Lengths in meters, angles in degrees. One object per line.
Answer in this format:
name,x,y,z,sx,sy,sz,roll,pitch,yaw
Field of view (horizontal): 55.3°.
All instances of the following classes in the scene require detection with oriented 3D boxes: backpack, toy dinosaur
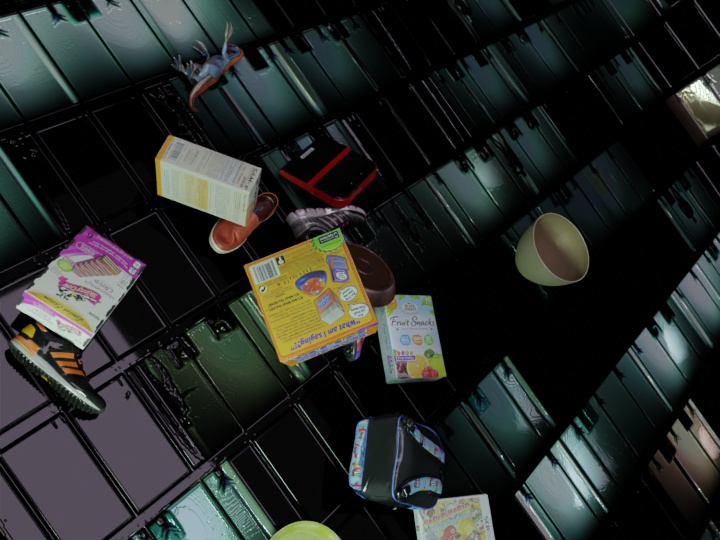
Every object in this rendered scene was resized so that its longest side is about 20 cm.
backpack,0.088,0.404,1.433,0.200,0.134,0.183,35,53,-47
toy dinosaur,-0.348,-0.479,1.616,0.181,0.105,0.200,-17,116,-48

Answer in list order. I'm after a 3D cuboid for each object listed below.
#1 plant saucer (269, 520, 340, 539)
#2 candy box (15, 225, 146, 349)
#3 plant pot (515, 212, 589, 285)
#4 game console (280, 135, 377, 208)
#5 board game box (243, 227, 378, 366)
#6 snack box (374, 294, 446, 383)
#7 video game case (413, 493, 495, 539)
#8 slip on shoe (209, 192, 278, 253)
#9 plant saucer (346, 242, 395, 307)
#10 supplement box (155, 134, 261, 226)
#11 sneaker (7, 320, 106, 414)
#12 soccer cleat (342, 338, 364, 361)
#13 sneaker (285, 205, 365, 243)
plant saucer,-0.110,0.581,1.301,0.200,0.031,0.200,13,63,-27
candy box,-0.502,0.026,1.252,0.136,0.061,0.200,36,40,-14
plant pot,0.504,-0.040,1.888,0.200,0.134,0.200,13,63,-27
game console,-0.070,-0.238,1.646,0.177,0.031,0.200,29,45,12
board game box,-0.094,0.061,1.388,0.200,0.200,0.200,-21,80,-4
snack box,0.114,0.159,1.611,0.142,0.053,0.200,3,68,-32
video game case,0.212,0.590,1.501,0.200,0.023,0.182,5,67,-30
slip on shoe,-0.252,-0.110,1.498,0.074,0.061,0.200,50,54,-6
plant saucer,0.000,0.000,1.572,0.200,0.034,0.200,24,33,-17
supplement box,-0.313,-0.184,1.418,0.200,0.126,0.074,20,58,-3
sneaker,-0.512,0.164,1.209,0.200,0.070,0.090,41,57,-7
soccer cleat,-0.002,0.110,1.552,0.073,0.068,0.200,12,60,-23
sneaker,-0.073,-0.099,1.598,0.200,0.074,0.088,-8,76,-31
